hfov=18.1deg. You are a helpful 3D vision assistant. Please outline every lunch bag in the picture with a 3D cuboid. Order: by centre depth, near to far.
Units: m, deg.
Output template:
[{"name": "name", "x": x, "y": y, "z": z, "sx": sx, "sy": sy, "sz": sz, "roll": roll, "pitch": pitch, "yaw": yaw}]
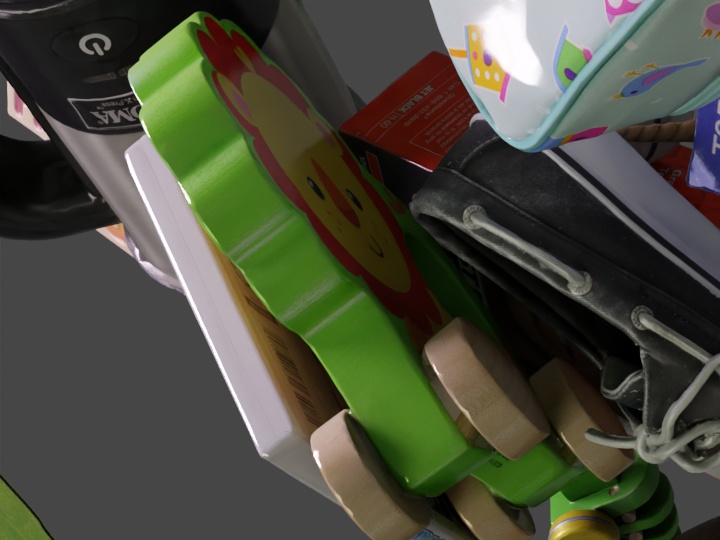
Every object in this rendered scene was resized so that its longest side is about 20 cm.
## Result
[{"name": "lunch bag", "x": 0.066, "y": -0.141, "z": 0.613, "sx": 0.160, "sy": 0.077, "sz": 0.201, "roll": -46, "pitch": 58, "yaw": 61}]

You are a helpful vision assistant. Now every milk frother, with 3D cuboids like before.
[{"name": "milk frother", "x": -0.095, "y": -0.124, "z": 0.908, "sx": 0.179, "sy": 0.201, "sz": 0.188, "roll": 0, "pitch": 147, "yaw": 22}]

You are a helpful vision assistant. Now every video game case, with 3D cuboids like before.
[{"name": "video game case", "x": -0.005, "y": 0.042, "z": 0.842, "sx": 0.200, "sy": 0.018, "sz": 0.144, "roll": 38, "pitch": -161, "yaw": -53}]

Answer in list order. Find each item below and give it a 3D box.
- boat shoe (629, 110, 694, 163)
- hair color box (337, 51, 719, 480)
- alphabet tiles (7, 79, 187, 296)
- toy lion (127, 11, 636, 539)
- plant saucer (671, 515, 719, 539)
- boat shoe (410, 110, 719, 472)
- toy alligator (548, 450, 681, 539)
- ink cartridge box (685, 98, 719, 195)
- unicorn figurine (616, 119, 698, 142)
[{"name": "boat shoe", "x": 0.050, "y": -0.112, "z": 0.759, "sx": 0.072, "sy": 0.066, "sz": 0.201, "roll": 15, "pitch": 137, "yaw": 49}, {"name": "hair color box", "x": 0.088, "y": -0.002, "z": 0.852, "sx": 0.199, "sy": 0.061, "sz": 0.102, "roll": 25, "pitch": 144, "yaw": 40}, {"name": "alphabet tiles", "x": -0.104, "y": -0.071, "z": 1.081, "sx": 0.199, "sy": 0.008, "sz": 0.168, "roll": 34, "pitch": 137, "yaw": 30}, {"name": "toy lion", "x": 0.000, "y": 0.000, "z": 0.778, "sx": 0.192, "sy": 0.069, "sz": 0.200, "roll": 57, "pitch": -168, "yaw": 18}, {"name": "plant saucer", "x": 0.200, "y": 0.127, "z": 0.802, "sx": 0.199, "sy": 0.037, "sz": 0.200, "roll": 22, "pitch": 170, "yaw": 4}, {"name": "boat shoe", "x": 0.102, "y": 0.028, "z": 0.711, "sx": 0.199, "sy": 0.068, "sz": 0.074, "roll": 43, "pitch": 164, "yaw": -6}, {"name": "toy alligator", "x": 0.117, "y": 0.132, "z": 0.998, "sx": 0.054, "sy": 0.060, "sz": 0.201, "roll": -7, "pitch": 130, "yaw": 11}, {"name": "ink cartridge box", "x": 0.167, "y": -0.070, "z": 0.586, "sx": 0.199, "sy": 0.040, "sz": 0.201, "roll": 24, "pitch": 128, "yaw": 34}, {"name": "unicorn figurine", "x": 0.185, "y": -0.011, "z": 0.689, "sx": 0.199, "sy": 0.074, "sz": 0.138, "roll": -13, "pitch": 104, "yaw": 47}]
